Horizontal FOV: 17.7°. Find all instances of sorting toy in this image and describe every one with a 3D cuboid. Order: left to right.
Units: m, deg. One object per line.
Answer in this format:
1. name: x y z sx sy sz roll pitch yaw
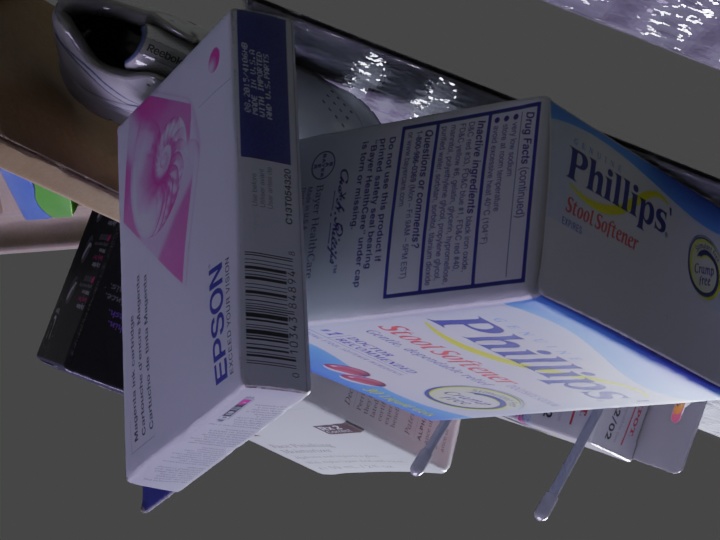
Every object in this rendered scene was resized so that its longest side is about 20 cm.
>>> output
1. sorting toy: -0.264 -0.085 1.561 0.185 0.037 0.200 -3 133 35

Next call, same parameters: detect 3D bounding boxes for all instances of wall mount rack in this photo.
1. wall mount rack: 0.112 0.074 1.658 0.200 0.174 0.074 17 -163 40

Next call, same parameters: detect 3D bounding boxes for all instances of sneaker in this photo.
1. sneaker: -0.083 -0.095 1.245 0.199 0.075 0.087 19 170 13

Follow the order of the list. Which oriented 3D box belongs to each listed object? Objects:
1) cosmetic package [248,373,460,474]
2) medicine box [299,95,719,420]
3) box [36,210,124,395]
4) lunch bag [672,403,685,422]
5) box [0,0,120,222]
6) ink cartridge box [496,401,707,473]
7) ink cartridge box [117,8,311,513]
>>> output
1. cosmetic package: -0.028 0.066 1.981 0.200 0.166 0.165 28 157 -37
2. medicine box: 0.063 0.001 1.182 0.200 0.103 0.182 -7 158 39
3. box: -0.109 -0.012 1.476 0.122 0.201 0.106 23 174 -17
4. lunch bag: 0.176 0.074 1.924 0.199 0.082 0.176 18 175 26
5. box: -0.168 -0.097 1.317 0.200 0.021 0.164 27 -150 -52
6. ink cartridge box: 0.158 0.066 1.715 0.200 0.115 0.068 16 174 38
7. ink cartridge box: -0.088 0.000 1.160 0.043 0.197 0.200 9 154 -28
